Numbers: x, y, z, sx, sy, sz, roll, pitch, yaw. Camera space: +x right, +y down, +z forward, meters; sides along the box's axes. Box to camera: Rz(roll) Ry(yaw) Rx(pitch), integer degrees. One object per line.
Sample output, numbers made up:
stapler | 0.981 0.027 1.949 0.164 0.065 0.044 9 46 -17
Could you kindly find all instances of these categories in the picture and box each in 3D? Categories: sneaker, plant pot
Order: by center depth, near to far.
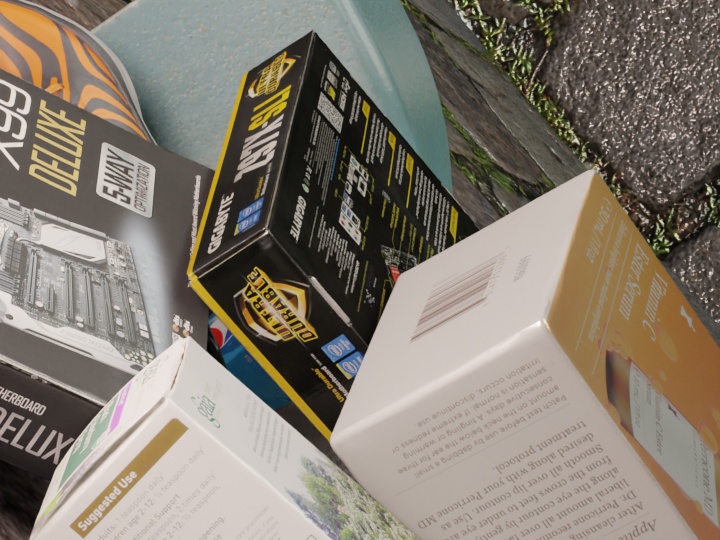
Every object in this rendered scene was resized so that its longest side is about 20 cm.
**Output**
sneaker | -0.148 -0.062 1.369 0.200 0.078 0.112 47 11 -2
plant pot | -0.050 -0.087 1.552 0.200 0.196 0.196 57 12 -2

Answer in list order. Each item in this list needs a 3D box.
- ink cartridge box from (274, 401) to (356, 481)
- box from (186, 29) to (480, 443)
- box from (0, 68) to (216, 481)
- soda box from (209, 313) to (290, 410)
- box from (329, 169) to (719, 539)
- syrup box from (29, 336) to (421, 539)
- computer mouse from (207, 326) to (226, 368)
ink cartridge box | 0.043 0.153 1.243 0.145 0.083 0.200 27 35 -56
box | 0.000 0.000 1.182 0.160 0.049 0.200 51 23 -22
box | -0.141 -0.003 1.082 0.158 0.050 0.200 27 30 -18
soda box | -0.004 0.093 1.404 0.200 0.064 0.068 42 13 -23
box | 0.098 0.087 1.075 0.200 0.106 0.152 53 24 -15
syrup box | -0.023 0.125 0.980 0.200 0.081 0.079 41 12 -9
computer mouse | -0.095 0.082 1.194 0.141 0.046 0.200 62 15 9
